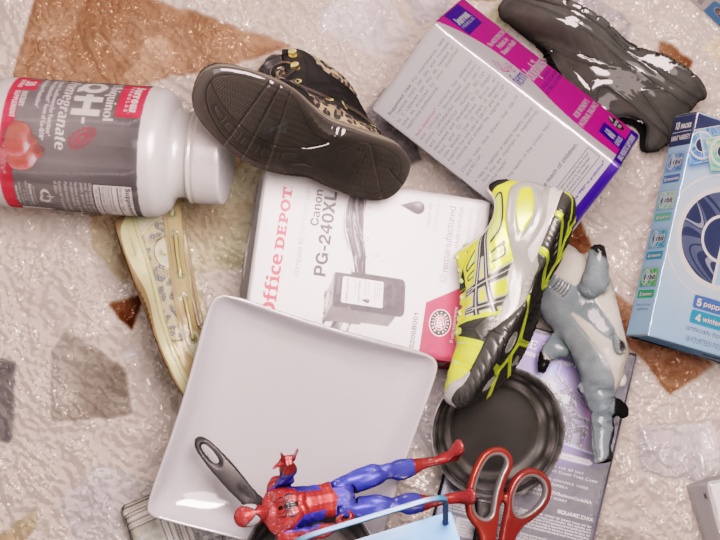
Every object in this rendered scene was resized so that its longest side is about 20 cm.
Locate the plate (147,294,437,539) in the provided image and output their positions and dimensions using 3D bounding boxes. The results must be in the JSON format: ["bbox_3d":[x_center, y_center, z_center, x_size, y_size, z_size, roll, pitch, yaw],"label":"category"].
[{"bbox_3d":[-0.057,0.136,1.702,0.199,0.032,0.201,17,100,-8],"label":"plate"}]

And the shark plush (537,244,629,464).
[{"bbox_3d":[0.190,0.067,1.767,0.083,0.091,0.201,-13,90,6],"label":"shark plush"}]

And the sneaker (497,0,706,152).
[{"bbox_3d":[0.204,-0.176,1.793,0.200,0.076,0.091,30,91,2],"label":"sneaker"}]

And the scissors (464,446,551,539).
[{"bbox_3d":[0.105,0.250,1.706,0.073,0.014,0.201,19,83,-13],"label":"scissors"}]

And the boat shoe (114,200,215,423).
[{"bbox_3d":[-0.150,0.037,1.739,0.062,0.073,0.201,-22,86,-4],"label":"boat shoe"}]

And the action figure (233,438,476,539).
[{"bbox_3d":[-0.003,0.176,1.640,0.199,0.099,0.065,-11,74,-13],"label":"action figure"}]

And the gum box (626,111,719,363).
[{"bbox_3d":[0.335,-0.018,1.777,0.169,0.045,0.201,16,82,-19],"label":"gum box"}]

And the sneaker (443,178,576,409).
[{"bbox_3d":[0.111,0.019,1.693,0.076,0.075,0.201,23,87,19],"label":"sneaker"}]

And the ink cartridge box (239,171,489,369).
[{"bbox_3d":[0.000,0.000,1.749,0.199,0.083,0.146,8,85,-5],"label":"ink cartridge box"}]

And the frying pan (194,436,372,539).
[{"bbox_3d":[-0.075,0.229,1.685,0.190,0.031,0.115,26,87,0],"label":"frying pan"}]

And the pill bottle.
[{"bbox_3d":[-0.210,-0.102,1.716,0.199,0.111,0.111,4,84,5],"label":"pill bottle"}]

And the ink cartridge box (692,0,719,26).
[{"bbox_3d":[0.320,-0.331,1.778,0.200,0.147,0.146,42,83,1],"label":"ink cartridge box"}]

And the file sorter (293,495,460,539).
[{"bbox_3d":[0.035,0.291,1.589,0.138,0.123,0.201,-16,71,-3],"label":"file sorter"}]

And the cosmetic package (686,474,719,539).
[{"bbox_3d":[0.397,0.211,1.763,0.199,0.081,0.113,-13,85,-5],"label":"cosmetic package"}]

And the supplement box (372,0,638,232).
[{"bbox_3d":[0.126,-0.126,1.745,0.200,0.101,0.103,37,116,2],"label":"supplement box"}]

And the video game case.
[{"bbox_3d":[0.151,0.153,1.779,0.142,0.019,0.201,15,82,-3],"label":"video game case"}]

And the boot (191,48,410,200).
[{"bbox_3d":[-0.062,-0.139,1.703,0.199,0.151,0.073,20,111,-24],"label":"boot"}]

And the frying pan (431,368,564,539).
[{"bbox_3d":[0.126,0.174,1.743,0.115,0.031,0.191,-15,99,-4],"label":"frying pan"}]

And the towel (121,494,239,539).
[{"bbox_3d":[-0.090,0.268,1.740,0.192,0.035,0.201,-17,86,-6],"label":"towel"}]
